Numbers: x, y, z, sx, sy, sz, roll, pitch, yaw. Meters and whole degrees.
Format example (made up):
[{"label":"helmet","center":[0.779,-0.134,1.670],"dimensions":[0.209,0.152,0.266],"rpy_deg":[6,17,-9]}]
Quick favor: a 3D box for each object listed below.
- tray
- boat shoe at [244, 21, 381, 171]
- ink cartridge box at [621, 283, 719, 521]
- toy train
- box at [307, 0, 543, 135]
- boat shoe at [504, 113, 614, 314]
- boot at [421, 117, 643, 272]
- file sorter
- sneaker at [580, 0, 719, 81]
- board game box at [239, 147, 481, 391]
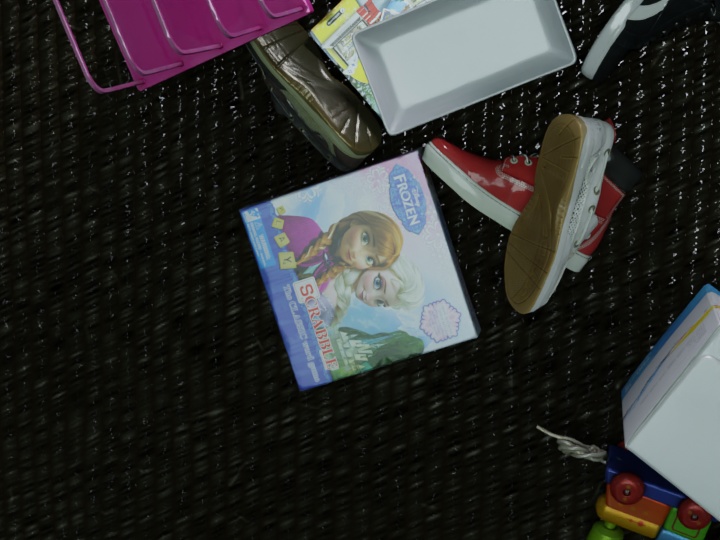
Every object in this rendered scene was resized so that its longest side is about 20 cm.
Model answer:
[{"label":"tray","center":[0.100,-0.216,1.420],"dimensions":[0.198,0.022,0.108],"rpy_deg":[-20,95,12]},{"label":"boat shoe","center":[-0.063,-0.182,1.468],"dimensions":[0.201,0.072,0.066],"rpy_deg":[49,136,7]},{"label":"ink cartridge box","center":[0.346,0.128,1.383],"dimensions":[0.146,0.200,0.147],"rpy_deg":[38,103,2]},{"label":"toy train","center":[0.256,0.236,1.483],"dimensions":[0.198,0.085,0.117],"rpy_deg":[19,115,6]},{"label":"box","center":[0.065,-0.252,1.451],"dimensions":[0.200,0.038,0.137],"rpy_deg":[-41,91,13]},{"label":"boat shoe","center":[0.195,-0.049,1.390],"dimensions":[0.069,0.071,0.202],"rpy_deg":[-1,120,-34]},{"label":"boot","center":[0.172,-0.110,1.442],"dimensions":[0.199,0.072,0.145],"rpy_deg":[31,102,-5]},{"label":"file sorter","center":[-0.173,-0.264,1.375],"dimensions":[0.198,0.125,0.140],"rpy_deg":[-21,98,19]},{"label":"sneaker","center":[0.308,-0.241,1.393],"dimensions":[0.112,0.073,0.201],"rpy_deg":[37,102,3]},{"label":"board game box","center":[0.000,0.000,1.501],"dimensions":[0.198,0.041,0.202],"rpy_deg":[-18,96,12]}]
